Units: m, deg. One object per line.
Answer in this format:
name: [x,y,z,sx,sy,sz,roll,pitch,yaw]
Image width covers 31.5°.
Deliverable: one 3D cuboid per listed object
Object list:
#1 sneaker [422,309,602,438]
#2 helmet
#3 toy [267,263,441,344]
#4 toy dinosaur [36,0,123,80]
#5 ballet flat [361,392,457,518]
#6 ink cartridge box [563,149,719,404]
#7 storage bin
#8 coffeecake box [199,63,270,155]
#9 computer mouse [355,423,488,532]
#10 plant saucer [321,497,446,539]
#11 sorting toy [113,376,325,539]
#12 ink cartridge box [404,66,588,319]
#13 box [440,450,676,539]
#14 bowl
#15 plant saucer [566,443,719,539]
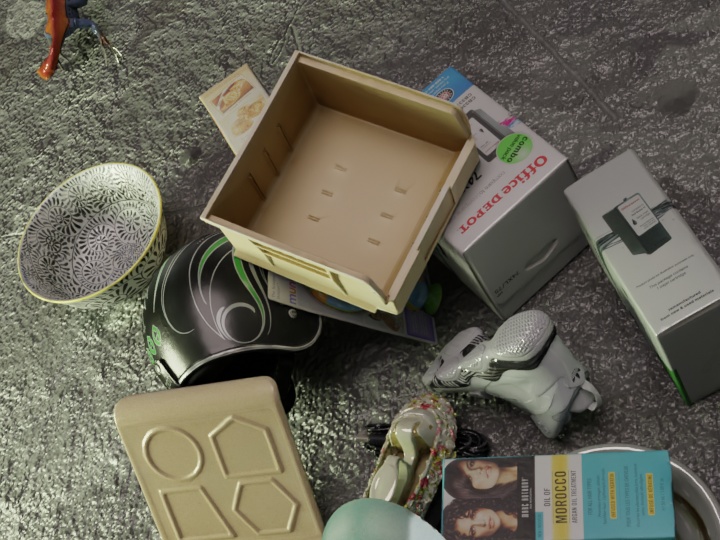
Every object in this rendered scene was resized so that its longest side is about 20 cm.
sneaker: [0.147,0.112,1.257,0.075,0.115,0.200,-51,13,-32]
helmet: [-0.133,0.050,1.363,0.200,0.200,0.191,-24,52,10]
toy: [0.000,0.000,1.336,0.047,0.200,0.115,-46,36,39]
toy dinosaur: [-0.438,-0.352,1.819,0.105,0.200,0.182,-33,17,22]
ballet flat: [0.045,0.185,1.215,0.076,0.064,0.200,0,47,23]
ink cartridge box: [0.286,0.005,1.217,0.083,0.147,0.200,-30,50,7]
storage bin: [-0.014,-0.083,1.252,0.198,0.094,0.200,21,72,21]
coffeecake box: [-0.089,-0.121,1.480,0.073,0.154,0.200,-35,50,2]
computer mouse: [0.038,0.235,1.246,0.138,0.053,0.200,2,60,26]
plant saucer: [0.026,0.301,1.127,0.201,0.201,0.039,22,31,35]
sorting toy: [-0.139,0.207,1.292,0.185,0.200,0.036,-10,17,21]
ink cartridge box: [0.125,-0.082,1.353,0.147,0.146,0.200,-42,51,-4]
box: [0.172,0.207,1.118,0.200,0.049,0.082,-5,57,13]
bowl: [-0.310,-0.025,1.564,0.200,0.094,0.201,-12,54,18]
plant saucer: [0.227,0.254,1.134,0.200,0.050,0.200,-9,56,13]
